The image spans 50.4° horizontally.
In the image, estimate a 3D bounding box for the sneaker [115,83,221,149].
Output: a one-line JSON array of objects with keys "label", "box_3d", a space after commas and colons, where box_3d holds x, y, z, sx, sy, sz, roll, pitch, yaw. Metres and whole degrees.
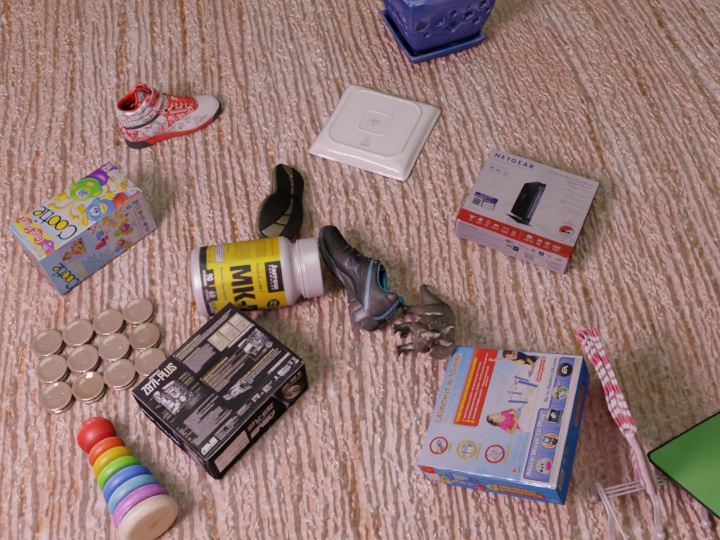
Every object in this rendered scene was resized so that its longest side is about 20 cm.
[{"label": "sneaker", "box_3d": [-0.364, -0.311, 1.452, 0.201, 0.108, 0.067, -25, 58, -14]}]

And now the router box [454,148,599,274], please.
[{"label": "router box", "box_3d": [0.287, -0.106, 1.323, 0.199, 0.049, 0.180, 21, 59, 16]}]

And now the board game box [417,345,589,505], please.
[{"label": "board game box", "box_3d": [0.202, 0.208, 1.068, 0.195, 0.056, 0.200, 2, 53, 31]}]

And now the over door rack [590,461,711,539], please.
[{"label": "over door rack", "box_3d": [0.406, 0.350, 0.990, 0.147, 0.067, 0.200, -12, 36, -6]}]

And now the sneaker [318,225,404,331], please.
[{"label": "sneaker", "box_3d": [0.000, 0.000, 1.238, 0.082, 0.073, 0.200, -36, 66, 15]}]

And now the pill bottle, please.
[{"label": "pill bottle", "box_3d": [-0.163, 0.006, 1.226, 0.199, 0.114, 0.115, -8, 56, -3]}]

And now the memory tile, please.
[{"label": "memory tile", "box_3d": [-0.413, 0.133, 1.210, 0.199, 0.017, 0.154, -19, 57, -11]}]

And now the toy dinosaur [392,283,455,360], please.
[{"label": "toy dinosaur", "box_3d": [0.107, 0.086, 1.185, 0.102, 0.077, 0.200, -2, 21, 15]}]

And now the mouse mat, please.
[{"label": "mouse mat", "box_3d": [0.514, 0.264, 1.039, 0.200, 0.008, 0.161, -20, 39, -25]}]

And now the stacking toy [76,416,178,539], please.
[{"label": "stacking toy", "box_3d": [-0.337, 0.281, 1.073, 0.085, 0.085, 0.200, -33, 56, -18]}]

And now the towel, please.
[{"label": "towel", "box_3d": [0.349, 0.189, 1.040, 0.030, 0.147, 0.200, -22, 36, 14]}]

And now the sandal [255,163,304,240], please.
[{"label": "sandal", "box_3d": [-0.142, -0.109, 1.340, 0.080, 0.057, 0.201, 33, 36, -20]}]

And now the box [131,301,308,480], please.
[{"label": "box", "box_3d": [-0.203, 0.175, 1.130, 0.164, 0.086, 0.200, 34, 63, 22]}]

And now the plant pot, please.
[{"label": "plant pot", "box_3d": [0.146, -0.544, 1.546, 0.199, 0.180, 0.200, -19, 58, -11]}]

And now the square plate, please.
[{"label": "square plate", "box_3d": [0.029, -0.274, 1.460, 0.199, 0.028, 0.198, 18, 58, 14]}]

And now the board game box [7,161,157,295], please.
[{"label": "board game box", "box_3d": [-0.467, -0.073, 1.298, 0.200, 0.105, 0.103, -40, 62, -23]}]
